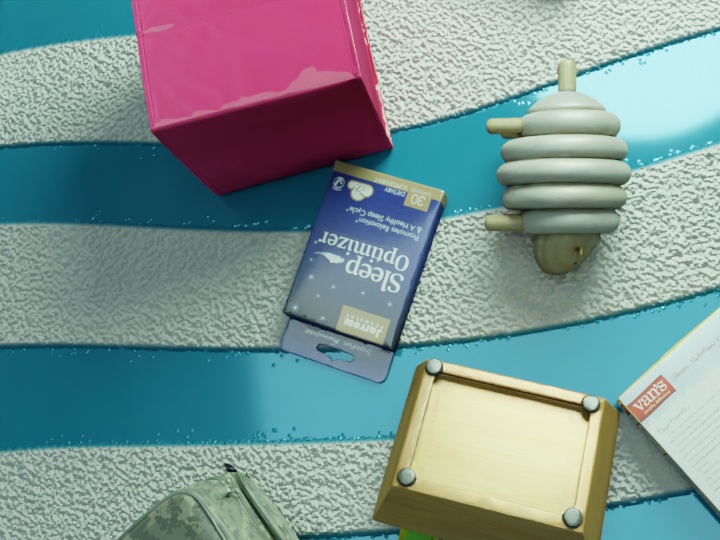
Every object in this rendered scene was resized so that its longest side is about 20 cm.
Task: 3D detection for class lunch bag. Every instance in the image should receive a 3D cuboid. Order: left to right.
[{"bbox_3d":[-0.110,0.281,0.892,0.139,0.168,0.200,-43,74,12],"label":"lunch bag"}]

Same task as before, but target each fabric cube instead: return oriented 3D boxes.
[{"bbox_3d":[-0.094,-0.215,0.985,0.197,0.196,0.202,-14,74,8],"label":"fabric cube"}]

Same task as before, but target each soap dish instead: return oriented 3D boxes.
[{"bbox_3d":[0.124,0.167,0.891,0.198,0.082,0.158,11,58,14],"label":"soap dish"}]

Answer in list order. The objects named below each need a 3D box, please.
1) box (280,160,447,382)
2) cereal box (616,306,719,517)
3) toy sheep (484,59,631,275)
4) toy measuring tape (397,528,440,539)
[{"bbox_3d":[0.000,0.000,1.003,0.120,0.032,0.202,17,82,14],"label":"box"},{"bbox_3d":[0.350,0.145,0.894,0.144,0.040,0.200,-40,73,0],"label":"cereal box"},{"bbox_3d":[0.188,-0.096,0.937,0.136,0.138,0.202,0,96,11],"label":"toy sheep"},{"bbox_3d":[0.051,0.248,0.916,0.073,0.074,0.202,4,79,12],"label":"toy measuring tape"}]
